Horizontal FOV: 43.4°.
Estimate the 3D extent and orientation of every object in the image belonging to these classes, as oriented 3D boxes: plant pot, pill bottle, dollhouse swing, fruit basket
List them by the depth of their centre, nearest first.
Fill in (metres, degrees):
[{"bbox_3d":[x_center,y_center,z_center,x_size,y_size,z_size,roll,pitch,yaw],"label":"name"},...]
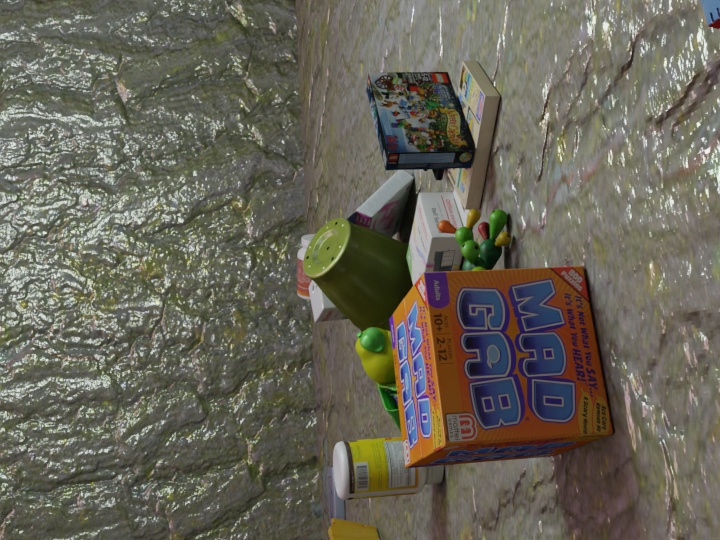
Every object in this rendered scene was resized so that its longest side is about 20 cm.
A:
[{"bbox_3d":[0.079,0.175,1.657,0.216,0.155,0.217,165,90,-87],"label":"fruit basket"},{"bbox_3d":[0.052,0.372,1.717,0.109,0.199,0.110,178,90,-79],"label":"pill bottle"},{"bbox_3d":[0.000,0.000,1.731,0.200,0.193,0.201,-34,37,31],"label":"plant pot"},{"bbox_3d":[-0.017,0.771,2.287,0.200,0.181,0.176,-114,44,-62],"label":"dollhouse swing"},{"bbox_3d":[-0.153,-0.012,2.982,0.112,0.112,0.201,-120,30,-68],"label":"pill bottle"}]

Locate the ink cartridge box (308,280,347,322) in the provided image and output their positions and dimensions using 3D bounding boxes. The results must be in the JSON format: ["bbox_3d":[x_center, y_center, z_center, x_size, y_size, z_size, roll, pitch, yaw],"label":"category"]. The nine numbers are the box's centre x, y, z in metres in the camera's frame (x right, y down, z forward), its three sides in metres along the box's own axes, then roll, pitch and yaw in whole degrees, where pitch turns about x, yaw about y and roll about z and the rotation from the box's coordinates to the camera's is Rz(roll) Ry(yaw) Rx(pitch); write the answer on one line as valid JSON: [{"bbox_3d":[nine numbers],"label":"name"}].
[{"bbox_3d":[-0.001,0.050,1.934,0.145,0.199,0.084,124,139,-72],"label":"ink cartridge box"}]

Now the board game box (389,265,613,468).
[{"bbox_3d":[0.159,0.123,1.108,0.200,0.199,0.201,117,149,-68],"label":"board game box"}]

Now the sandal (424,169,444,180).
[{"bbox_3d":[0.121,-0.209,1.607,0.200,0.045,0.075,-103,19,-71],"label":"sandal"}]

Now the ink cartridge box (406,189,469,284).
[{"bbox_3d":[0.133,-0.055,1.571,0.201,0.067,0.117,99,165,-45],"label":"ink cartridge box"}]

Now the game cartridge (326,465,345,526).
[{"bbox_3d":[-0.079,0.734,2.922,0.133,0.041,0.201,122,145,-77],"label":"game cartridge"}]

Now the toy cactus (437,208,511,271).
[{"bbox_3d":[0.160,0.010,1.316,0.165,0.102,0.201,60,-136,-54],"label":"toy cactus"}]

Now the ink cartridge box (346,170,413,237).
[{"bbox_3d":[0.024,-0.090,1.888,0.043,0.200,0.197,36,149,14],"label":"ink cartridge box"}]

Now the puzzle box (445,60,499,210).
[{"bbox_3d":[0.175,-0.214,1.437,0.133,0.025,0.201,-107,19,-53],"label":"puzzle box"}]

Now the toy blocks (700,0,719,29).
[{"bbox_3d":[0.299,-0.236,0.640,0.200,0.099,0.137,148,108,-77],"label":"toy blocks"}]

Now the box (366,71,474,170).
[{"bbox_3d":[0.092,-0.241,1.438,0.038,0.136,0.201,97,166,-48],"label":"box"}]
